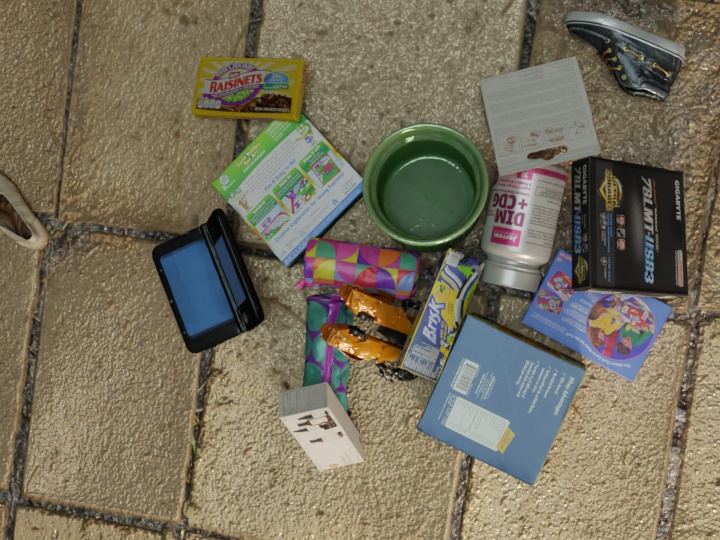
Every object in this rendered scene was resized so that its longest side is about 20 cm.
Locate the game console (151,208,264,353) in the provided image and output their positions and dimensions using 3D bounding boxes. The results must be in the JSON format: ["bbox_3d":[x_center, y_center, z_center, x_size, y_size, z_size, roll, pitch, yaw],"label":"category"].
[{"bbox_3d":[-0.259,0.021,1.730,0.116,0.176,0.201,-21,86,-19],"label":"game console"}]

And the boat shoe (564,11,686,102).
[{"bbox_3d":[0.407,-0.338,1.627,0.199,0.071,0.092,22,89,8],"label":"boat shoe"}]

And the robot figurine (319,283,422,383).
[{"bbox_3d":[0.040,0.098,1.658,0.199,0.058,0.146,23,97,-32],"label":"robot figurine"}]

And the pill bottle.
[{"bbox_3d":[0.254,-0.073,1.632,0.112,0.113,0.202,11,91,10],"label":"pill bottle"}]

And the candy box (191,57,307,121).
[{"bbox_3d":[-0.188,-0.307,1.739,0.198,0.026,0.103,5,81,22],"label":"candy box"}]

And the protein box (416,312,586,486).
[{"bbox_3d":[0.224,0.198,1.625,0.199,0.135,0.200,25,94,10],"label":"protein box"}]

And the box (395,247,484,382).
[{"bbox_3d":[0.124,0.070,1.612,0.064,0.070,0.201,24,84,-3],"label":"box"}]

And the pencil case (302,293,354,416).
[{"bbox_3d":[-0.053,0.138,1.697,0.084,0.092,0.202,3,89,-7],"label":"pencil case"}]

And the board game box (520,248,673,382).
[{"bbox_3d":[0.375,0.070,1.644,0.199,0.045,0.135,29,94,9],"label":"board game box"}]

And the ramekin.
[{"bbox_3d":[0.106,-0.125,1.651,0.198,0.098,0.202,-2,76,7],"label":"ramekin"}]

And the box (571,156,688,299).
[{"bbox_3d":[0.411,-0.062,1.570,0.197,0.050,0.202,5,81,-27],"label":"box"}]

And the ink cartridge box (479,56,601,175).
[{"bbox_3d":[0.280,-0.233,1.618,0.161,0.057,0.201,-12,61,10],"label":"ink cartridge box"}]

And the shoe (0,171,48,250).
[{"bbox_3d":[-0.633,-0.117,1.828,0.200,0.053,0.070,43,97,8],"label":"shoe"}]

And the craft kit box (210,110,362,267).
[{"bbox_3d":[-0.117,-0.143,1.739,0.200,0.049,0.198,-43,85,7],"label":"craft kit box"}]

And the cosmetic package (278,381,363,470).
[{"bbox_3d":[-0.060,0.254,1.649,0.082,0.200,0.051,-12,53,12],"label":"cosmetic package"}]

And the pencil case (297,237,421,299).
[{"bbox_3d":[0.000,0.000,1.689,0.198,0.088,0.089,6,90,6],"label":"pencil case"}]
